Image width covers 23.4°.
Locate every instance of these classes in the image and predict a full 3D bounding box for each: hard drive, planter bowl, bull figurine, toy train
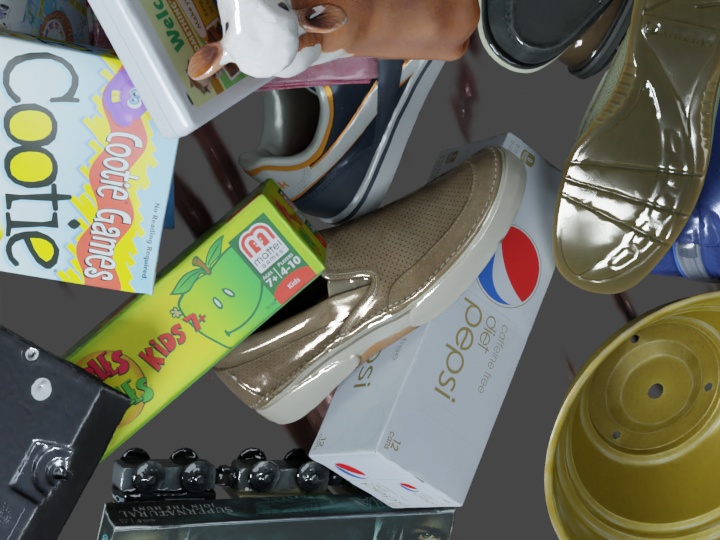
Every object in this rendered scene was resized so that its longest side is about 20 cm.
[{"bbox_3d":[-0.219,0.074,0.800,0.140,0.200,0.038,-62,157,-6],"label":"hard drive"},{"bbox_3d":[0.189,0.087,1.030,0.200,0.083,0.201,-6,114,-14],"label":"planter bowl"},{"bbox_3d":[-0.018,-0.135,0.749,0.200,0.065,0.122,-5,75,-58],"label":"bull figurine"},{"bbox_3d":[-0.042,0.124,0.966,0.200,0.034,0.046,3,100,-25],"label":"toy train"}]

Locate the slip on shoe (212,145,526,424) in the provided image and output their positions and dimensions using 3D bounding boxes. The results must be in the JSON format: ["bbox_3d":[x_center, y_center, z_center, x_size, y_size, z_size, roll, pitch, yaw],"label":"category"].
[{"bbox_3d":[0.000,0.000,0.914,0.061,0.076,0.200,38,115,-25],"label":"slip on shoe"}]

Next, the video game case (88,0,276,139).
[{"bbox_3d":[-0.076,-0.180,0.771,0.182,0.022,0.200,-41,107,-48],"label":"video game case"}]

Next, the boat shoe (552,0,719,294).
[{"bbox_3d":[0.156,-0.085,0.931,0.073,0.063,0.201,16,107,11],"label":"boat shoe"}]

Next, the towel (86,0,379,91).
[{"bbox_3d":[-0.067,-0.187,0.853,0.144,0.023,0.201,-5,100,-6],"label":"towel"}]

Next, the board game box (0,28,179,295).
[{"bbox_3d":[-0.186,-0.061,0.790,0.200,0.103,0.105,9,97,-10],"label":"board game box"}]

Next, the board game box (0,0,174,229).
[{"bbox_3d":[-0.162,-0.118,0.874,0.134,0.034,0.201,-3,99,-25],"label":"board game box"}]

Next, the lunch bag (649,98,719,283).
[{"bbox_3d":[0.224,-0.089,0.996,0.136,0.132,0.201,-9,102,-61],"label":"lunch bag"}]

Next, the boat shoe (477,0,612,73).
[{"bbox_3d":[0.128,-0.193,0.912,0.074,0.063,0.202,38,77,-16],"label":"boat shoe"}]

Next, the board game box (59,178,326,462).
[{"bbox_3d":[-0.106,0.040,0.851,0.200,0.102,0.048,-40,97,4],"label":"board game box"}]

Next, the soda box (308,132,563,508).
[{"bbox_3d":[0.049,0.027,0.948,0.064,0.068,0.200,34,66,-25],"label":"soda box"}]

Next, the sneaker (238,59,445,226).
[{"bbox_3d":[0.000,-0.126,0.924,0.079,0.078,0.200,20,90,-32],"label":"sneaker"}]

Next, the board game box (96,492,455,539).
[{"bbox_3d":[-0.052,0.187,0.956,0.200,0.028,0.136,0,113,-25],"label":"board game box"}]

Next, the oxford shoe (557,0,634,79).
[{"bbox_3d":[0.124,-0.208,0.980,0.084,0.073,0.201,10,82,-21],"label":"oxford shoe"}]
